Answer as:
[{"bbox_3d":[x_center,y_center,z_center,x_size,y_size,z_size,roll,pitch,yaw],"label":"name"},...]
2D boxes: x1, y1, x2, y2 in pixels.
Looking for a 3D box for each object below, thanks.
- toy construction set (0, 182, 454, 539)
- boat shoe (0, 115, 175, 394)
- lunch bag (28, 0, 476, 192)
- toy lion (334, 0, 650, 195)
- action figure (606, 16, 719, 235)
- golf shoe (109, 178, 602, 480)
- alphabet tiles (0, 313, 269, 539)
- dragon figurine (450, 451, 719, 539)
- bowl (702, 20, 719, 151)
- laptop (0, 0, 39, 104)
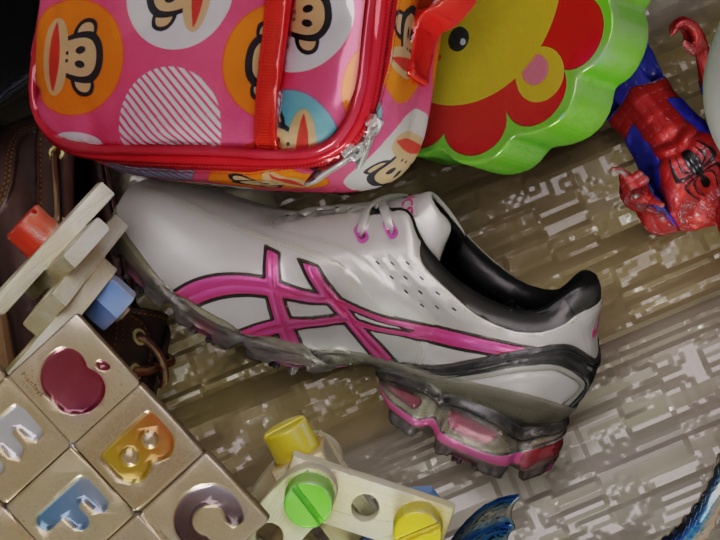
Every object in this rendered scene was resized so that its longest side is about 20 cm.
[{"bbox_3d":[-0.074,0.066,1.000,0.200,0.092,0.131,46,102,6],"label":"toy construction set"},{"bbox_3d":[-0.111,0.028,1.084,0.070,0.070,0.200,-21,74,7],"label":"boat shoe"},{"bbox_3d":[-0.029,-0.128,1.018,0.176,0.082,0.200,4,84,27],"label":"lunch bag"},{"bbox_3d":[0.023,-0.127,1.060,0.192,0.069,0.200,-25,68,32],"label":"toy lion"},{"bbox_3d":[0.097,-0.085,1.070,0.065,0.099,0.200,-38,76,0],"label":"action figure"},{"bbox_3d":[0.000,0.000,1.059,0.200,0.073,0.092,24,114,7],"label":"golf shoe"},{"bbox_3d":[-0.138,0.117,0.967,0.200,0.006,0.166,-42,92,8],"label":"alphabet tiles"},{"bbox_3d":[0.053,0.124,0.994,0.099,0.059,0.200,32,126,3],"label":"dragon figurine"},{"bbox_3d":[0.201,-0.032,1.003,0.201,0.201,0.090,34,103,15],"label":"bowl"},{"bbox_3d":[-0.233,-0.041,1.123,0.187,0.116,0.200,29,110,34],"label":"laptop"}]
